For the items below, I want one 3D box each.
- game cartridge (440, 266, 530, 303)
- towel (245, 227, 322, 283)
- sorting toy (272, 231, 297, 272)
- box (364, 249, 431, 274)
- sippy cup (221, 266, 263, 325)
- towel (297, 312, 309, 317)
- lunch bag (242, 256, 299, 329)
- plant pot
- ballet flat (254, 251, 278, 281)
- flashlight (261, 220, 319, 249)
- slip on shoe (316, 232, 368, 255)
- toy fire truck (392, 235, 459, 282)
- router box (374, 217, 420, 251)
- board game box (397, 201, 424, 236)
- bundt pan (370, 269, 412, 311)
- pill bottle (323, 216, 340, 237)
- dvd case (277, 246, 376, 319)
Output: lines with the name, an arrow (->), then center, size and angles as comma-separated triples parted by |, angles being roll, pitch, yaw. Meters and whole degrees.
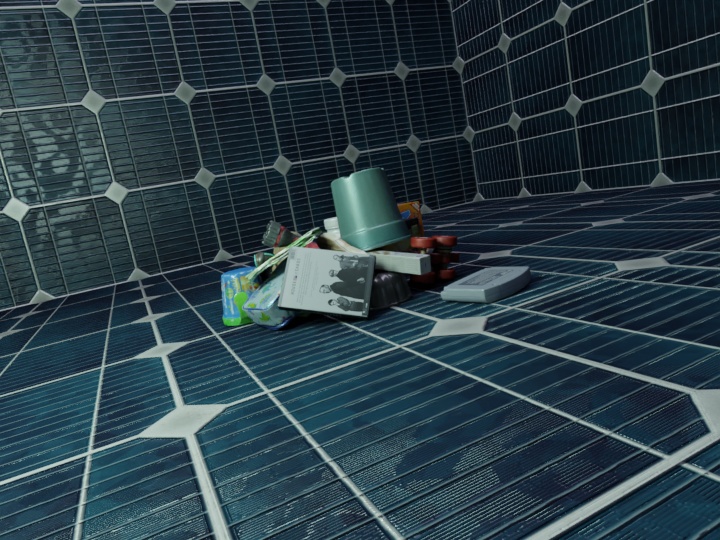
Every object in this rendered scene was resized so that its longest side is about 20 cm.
game cartridge -> 0.289, 0.030, 1.159 | 0.199, 0.041, 0.133 | -19, 9, -42
towel -> -0.185, -0.040, 1.281 | 0.199, 0.023, 0.153 | -34, 7, 8
sorting toy -> -0.201, -0.011, 1.524 | 0.069, 0.202, 0.199 | 4, 3, -22
box -> 0.080, -0.021, 1.239 | 0.039, 0.042, 0.199 | -17, 15, -39
sippy cup -> -0.305, 0.062, 1.365 | 0.139, 0.132, 0.177 | -20, 13, -42
towel -> -0.126, 0.047, 1.318 | 0.149, 0.031, 0.200 | -11, 35, 46
lunch bag -> -0.180, 0.047, 1.253 | 0.160, 0.083, 0.200 | -3, 41, 50
plant pot -> 0.018, -0.155, 1.372 | 0.198, 0.198, 0.200 | -15, 2, 1
ballet flat -> -0.253, 0.027, 1.449 | 0.068, 0.201, 0.068 | -8, 51, -12
flashlight -> -0.159, -0.067, 1.388 | 0.199, 0.068, 0.068 | 22, -30, -16
slip on shoe -> -0.051, -0.032, 1.264 | 0.199, 0.076, 0.061 | 29, 67, 39
toy fire truck -> 0.157, -0.037, 1.384 | 0.199, 0.113, 0.167 | -6, 10, -42
router box -> 0.111, -0.065, 1.566 | 0.052, 0.159, 0.199 | -3, 13, 42
board game box -> 0.075, -0.107, 1.723 | 0.198, 0.202, 0.200 | -15, 9, -27
bundt pan -> 0.023, 0.041, 1.282 | 0.200, 0.076, 0.202 | -11, 10, 2
pill bottle -> -0.057, -0.067, 1.637 | 0.110, 0.202, 0.111 | -10, 9, 2
dvd case -> -0.072, 0.025, 1.157 | 0.198, 0.152, 0.025 | 6, -25, 5
